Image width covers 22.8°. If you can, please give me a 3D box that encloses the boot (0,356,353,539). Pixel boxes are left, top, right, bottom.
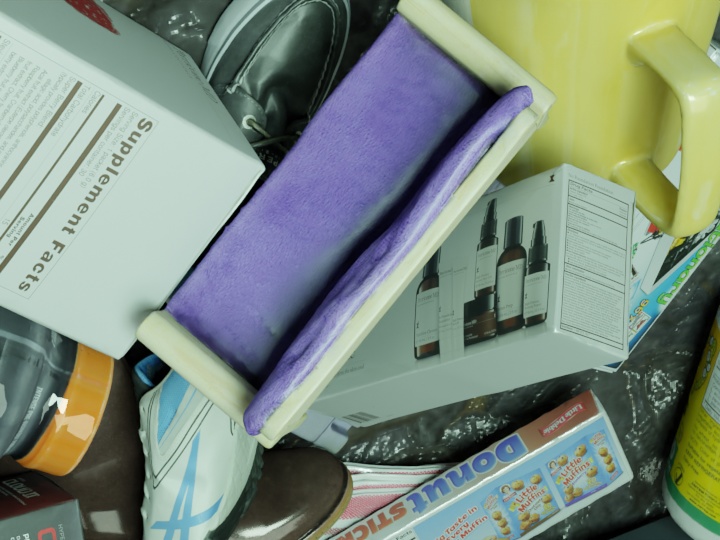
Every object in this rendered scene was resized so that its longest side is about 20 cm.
[{"bbox_3d":[-0.110,0.101,0.966,0.199,0.073,0.167,-16,132,-4],"label":"boot"}]

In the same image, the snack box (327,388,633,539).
[{"bbox_3d":[0.067,0.148,1.080,0.199,0.024,0.072,-30,132,-1],"label":"snack box"}]

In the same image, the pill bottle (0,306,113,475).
[{"bbox_3d":[-0.218,0.034,0.837,0.199,0.106,0.107,22,111,-23],"label":"pill bottle"}]

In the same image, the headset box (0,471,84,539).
[{"bbox_3d":[-0.211,0.193,0.876,0.199,0.075,0.150,-12,101,-27],"label":"headset box"}]

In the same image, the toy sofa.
[{"bbox_3d":[-0.007,-0.023,0.791,0.083,0.098,0.200,40,95,5],"label":"toy sofa"}]

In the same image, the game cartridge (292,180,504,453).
[{"bbox_3d":[0.000,0.000,0.983,0.129,0.038,0.200,32,105,-33],"label":"game cartridge"}]

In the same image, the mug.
[{"bbox_3d":[0.104,-0.103,0.872,0.148,0.187,0.154,5,132,8],"label":"mug"}]

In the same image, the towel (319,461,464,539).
[{"bbox_3d":[0.022,0.198,1.134,0.145,0.030,0.201,0,125,-24],"label":"towel"}]

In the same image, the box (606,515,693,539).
[{"bbox_3d":[0.172,0.249,1.172,0.199,0.079,0.142,-13,126,-37],"label":"box"}]

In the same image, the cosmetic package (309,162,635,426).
[{"bbox_3d":[0.045,0.017,0.868,0.050,0.083,0.200,21,155,-32],"label":"cosmetic package"}]

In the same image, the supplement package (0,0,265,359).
[{"bbox_3d":[-0.166,-0.071,0.799,0.200,0.121,0.120,29,106,-37],"label":"supplement package"}]

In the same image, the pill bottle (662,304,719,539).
[{"bbox_3d":[0.263,0.072,1.101,0.112,0.113,0.201,-3,123,-23],"label":"pill bottle"}]

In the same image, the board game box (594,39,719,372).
[{"bbox_3d":[0.161,-0.035,1.011,0.126,0.035,0.200,16,115,-50],"label":"board game box"}]

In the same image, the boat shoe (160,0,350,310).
[{"bbox_3d":[-0.062,-0.058,0.892,0.070,0.066,0.200,25,110,-35],"label":"boat shoe"}]

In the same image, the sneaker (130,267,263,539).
[{"bbox_3d":[-0.087,0.086,0.913,0.072,0.072,0.201,22,118,12],"label":"sneaker"}]
